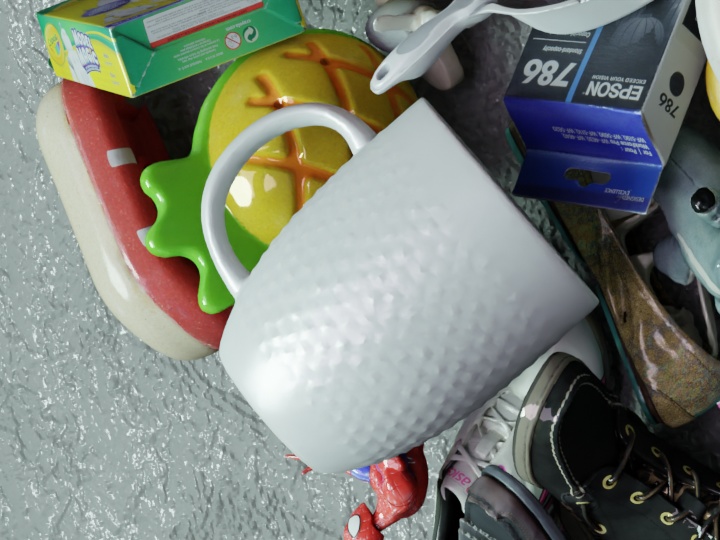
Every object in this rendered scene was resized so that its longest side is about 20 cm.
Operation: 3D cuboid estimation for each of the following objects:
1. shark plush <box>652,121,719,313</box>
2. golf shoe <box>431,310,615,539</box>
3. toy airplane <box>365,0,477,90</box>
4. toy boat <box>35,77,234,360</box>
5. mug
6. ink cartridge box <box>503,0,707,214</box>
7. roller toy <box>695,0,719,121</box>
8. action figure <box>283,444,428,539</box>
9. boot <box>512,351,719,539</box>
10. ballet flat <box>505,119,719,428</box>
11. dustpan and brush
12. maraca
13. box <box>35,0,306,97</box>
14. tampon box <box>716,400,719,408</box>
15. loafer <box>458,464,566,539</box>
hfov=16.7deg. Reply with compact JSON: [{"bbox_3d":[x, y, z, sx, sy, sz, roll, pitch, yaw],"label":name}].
[{"bbox_3d":[0.184,-0.014,1.273,0.091,0.201,0.083,-30,124,17],"label":"shark plush"},{"bbox_3d":[0.090,0.108,1.436,0.072,0.092,0.201,26,113,33],"label":"golf shoe"},{"bbox_3d":[-0.009,-0.218,1.410,0.199,0.141,0.200,30,136,15],"label":"toy airplane"},{"bbox_3d":[-0.112,-0.047,1.560,0.130,0.130,0.201,-24,84,9],"label":"toy boat"},{"bbox_3d":[0.000,0.000,1.328,0.175,0.148,0.200,-41,82,4],"label":"mug"},{"bbox_3d":[0.142,-0.131,1.308,0.099,0.039,0.201,9,73,44],"label":"ink cartridge box"},{"bbox_3d":[0.268,-0.139,1.213,0.181,0.140,0.201,22,106,23],"label":"roller toy"},{"bbox_3d":[0.019,0.063,1.421,0.098,0.065,0.201,21,81,13],"label":"action figure"},{"bbox_3d":[0.170,0.122,1.334,0.150,0.200,0.073,22,69,28],"label":"boot"},{"bbox_3d":[0.152,-0.010,1.386,0.071,0.070,0.201,-33,78,37],"label":"ballet flat"},{"bbox_3d":[0.088,-0.157,1.299,0.200,0.057,0.140,-46,42,10],"label":"dustpan and brush"},{"bbox_3d":[-0.041,-0.058,1.417,0.137,0.200,0.107,46,152,-1],"label":"maraca"},{"bbox_3d":[-0.121,-0.151,1.479,0.200,0.117,0.049,17,127,68],"label":"box"},{"bbox_3d":[0.310,0.104,1.240,0.150,0.126,0.201,-39,75,36],"label":"tampon box"},{"bbox_3d":[0.091,0.190,1.401,0.072,0.063,0.201,37,161,38],"label":"loafer"}]
